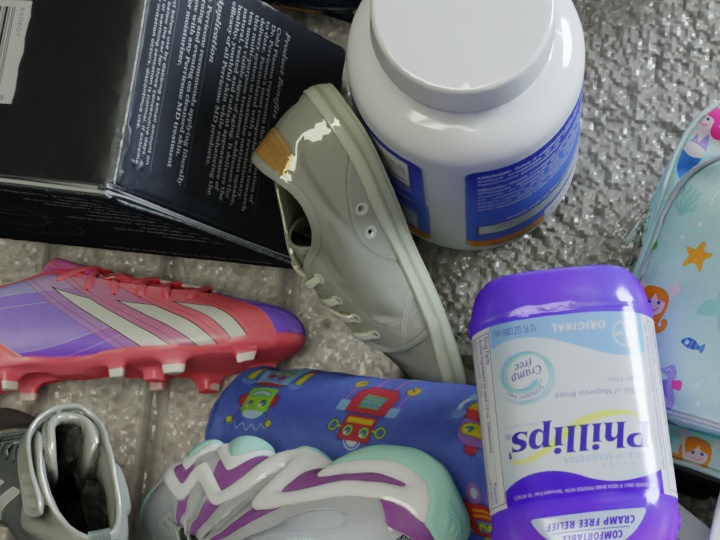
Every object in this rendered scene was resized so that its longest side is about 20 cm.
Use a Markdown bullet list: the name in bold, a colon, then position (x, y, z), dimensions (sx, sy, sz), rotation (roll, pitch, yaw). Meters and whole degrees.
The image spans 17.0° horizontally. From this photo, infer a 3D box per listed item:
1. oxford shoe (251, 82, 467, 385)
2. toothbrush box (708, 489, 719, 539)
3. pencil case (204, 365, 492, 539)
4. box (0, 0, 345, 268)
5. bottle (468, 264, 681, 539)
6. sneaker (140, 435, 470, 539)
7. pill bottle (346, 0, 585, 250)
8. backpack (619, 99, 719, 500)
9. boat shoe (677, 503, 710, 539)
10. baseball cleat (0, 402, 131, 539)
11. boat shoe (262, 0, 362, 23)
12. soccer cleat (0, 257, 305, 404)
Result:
- **oxford shoe**: position (0.000, 0.000, 1.172), dimensions (0.058, 0.200, 0.075), rotation (-31, 34, -8)
- **toothbrush box**: position (0.173, 0.221, 1.059), dimensions (0.085, 0.146, 0.201), rotation (11, 115, 10)
- **pencil case**: position (0.021, 0.093, 1.163), dimensions (0.199, 0.087, 0.078), rotation (5, 51, 38)
- **box**: position (-0.143, -0.082, 1.180), dimensions (0.199, 0.196, 0.124), rotation (6, 81, 27)
- **bottle**: position (0.095, 0.100, 1.037), dimensions (0.083, 0.065, 0.201), rotation (-5, 69, 2)
- **sneaker**: position (-0.060, 0.140, 1.099), dimensions (0.200, 0.140, 0.078), rotation (-12, 113, 44)
- **pill bottle**: position (0.051, -0.089, 1.145), dimensions (0.112, 0.200, 0.113), rotation (-1, 73, 3)
- **backpack**: position (0.211, 0.012, 1.132), dimensions (0.177, 0.151, 0.201), rotation (18, 80, 21)
- **boat shoe**: position (0.150, 0.152, 1.156), dimensions (0.200, 0.074, 0.067), rotation (38, 88, 15)
- **baseball cleat**: position (-0.151, 0.097, 1.188), dimensions (0.069, 0.200, 0.107), rotation (-12, 121, -25)
- **boat shoe**: position (-0.033, -0.163, 1.257), dimensions (0.200, 0.091, 0.071), rotation (18, 85, 42)
- **soccer cleat**: position (-0.127, 0.025, 1.249), dimensions (0.199, 0.067, 0.077), rotation (-6, 74, 14)
